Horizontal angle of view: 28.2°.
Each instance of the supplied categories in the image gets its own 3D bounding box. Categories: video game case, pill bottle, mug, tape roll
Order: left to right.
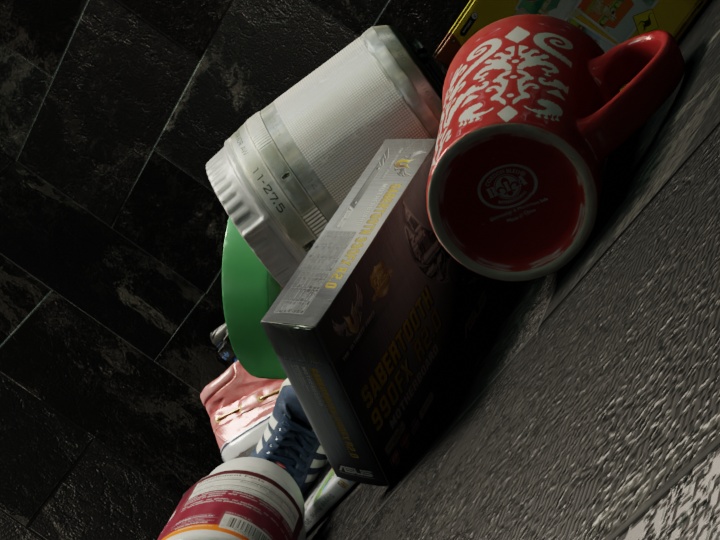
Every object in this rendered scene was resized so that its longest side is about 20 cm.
[{"bbox_3d":[-0.105,0.228,1.150,0.114,0.114,0.200,-55,2,13],"label":"pill bottle"},{"bbox_3d":[-0.068,0.001,1.342,0.200,0.048,0.202,3,-90,-71],"label":"tape roll"},{"bbox_3d":[-0.002,0.155,1.274,0.143,0.018,0.200,-56,2,-38],"label":"video game case"},{"bbox_3d":[0.119,-0.099,0.965,0.178,0.133,0.200,-56,5,27],"label":"mug"}]

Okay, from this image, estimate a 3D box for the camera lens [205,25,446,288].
[{"bbox_3d":[-0.005,-0.087,1.165,0.199,0.160,0.160,-36,4,6],"label":"camera lens"}]

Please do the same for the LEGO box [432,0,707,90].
[{"bbox_3d":[0.174,-0.209,1.116,0.200,0.149,0.077,-54,2,19],"label":"LEGO box"}]

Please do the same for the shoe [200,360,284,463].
[{"bbox_3d":[-0.063,0.111,1.417,0.199,0.091,0.071,-31,-27,6],"label":"shoe"}]

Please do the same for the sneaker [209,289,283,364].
[{"bbox_3d":[-0.117,0.110,1.508,0.077,0.111,0.201,152,140,-78],"label":"sneaker"}]

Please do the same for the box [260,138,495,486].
[{"bbox_3d":[0.020,0.027,1.030,0.200,0.048,0.159,-57,-42,-38],"label":"box"}]

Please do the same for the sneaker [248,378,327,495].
[{"bbox_3d":[-0.064,0.168,1.293,0.085,0.075,0.200,-54,-10,-32],"label":"sneaker"}]

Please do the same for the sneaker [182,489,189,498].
[{"bbox_3d":[-0.152,0.312,1.509,0.201,0.067,0.109,-129,32,-73],"label":"sneaker"}]
